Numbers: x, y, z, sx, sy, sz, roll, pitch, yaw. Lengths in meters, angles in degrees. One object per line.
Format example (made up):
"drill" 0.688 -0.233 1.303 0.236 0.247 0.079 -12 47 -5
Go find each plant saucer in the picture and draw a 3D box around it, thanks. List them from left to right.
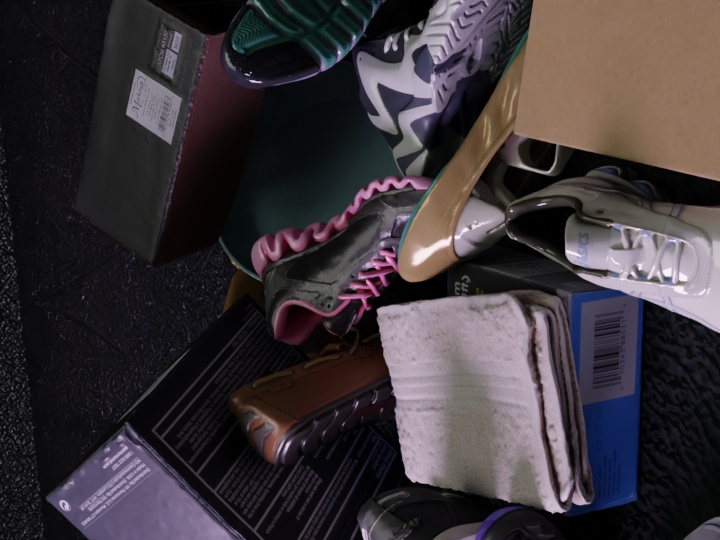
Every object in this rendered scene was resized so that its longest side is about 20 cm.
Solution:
"plant saucer" -0.038 -0.080 0.910 0.200 0.036 0.200 -8 72 27

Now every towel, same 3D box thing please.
"towel" 0.071 0.081 0.693 0.200 0.034 0.133 -11 87 62

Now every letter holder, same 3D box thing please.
"letter holder" -0.132 -0.125 0.869 0.101 0.142 0.200 33 122 24

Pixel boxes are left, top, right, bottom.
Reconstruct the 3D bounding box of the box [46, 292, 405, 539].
"box" -0.093 0.161 0.823 0.198 0.200 0.123 45 123 -5

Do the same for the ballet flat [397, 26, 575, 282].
"ballet flat" 0.090 -0.064 0.676 0.063 0.069 0.200 42 113 32

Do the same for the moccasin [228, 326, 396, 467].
"moccasin" -0.012 0.083 0.813 0.078 0.201 0.074 43 136 28

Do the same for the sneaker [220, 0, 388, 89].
"sneaker" -0.028 -0.188 0.807 0.074 0.200 0.088 48 156 0

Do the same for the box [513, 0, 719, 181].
"box" 0.167 -0.133 0.547 0.200 0.021 0.164 23 111 47

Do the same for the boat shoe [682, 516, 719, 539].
"boat shoe" 0.174 0.222 0.636 0.074 0.067 0.200 50 139 46

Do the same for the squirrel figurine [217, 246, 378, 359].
"squirrel figurine" -0.073 0.024 1.026 0.187 0.141 0.200 131 141 -68

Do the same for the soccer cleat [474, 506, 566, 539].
"soccer cleat" 0.108 0.206 0.687 0.073 0.068 0.200 47 170 51

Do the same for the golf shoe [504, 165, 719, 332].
"golf shoe" 0.159 -0.005 0.574 0.200 0.097 0.078 24 117 57

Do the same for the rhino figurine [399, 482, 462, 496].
"rhino figurine" 0.026 0.217 0.907 0.060 0.087 0.200 46 143 7

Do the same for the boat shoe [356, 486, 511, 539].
"boat shoe" 0.067 0.178 0.716 0.068 0.200 0.072 30 93 32

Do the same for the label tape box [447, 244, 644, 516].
"label tape box" 0.103 0.063 0.735 0.200 0.063 0.144 19 113 60

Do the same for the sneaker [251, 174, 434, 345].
"sneaker" 0.000 0.000 0.787 0.200 0.079 0.096 -25 53 37

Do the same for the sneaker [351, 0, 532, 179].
"sneaker" 0.045 -0.166 0.766 0.130 0.079 0.199 48 149 35
